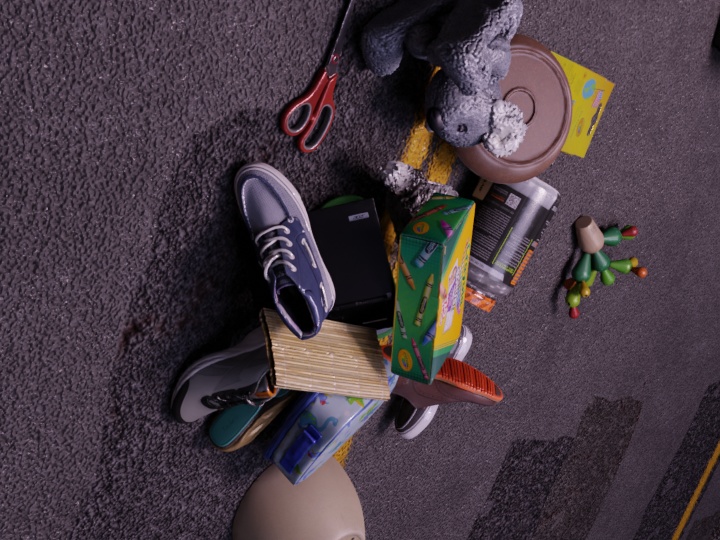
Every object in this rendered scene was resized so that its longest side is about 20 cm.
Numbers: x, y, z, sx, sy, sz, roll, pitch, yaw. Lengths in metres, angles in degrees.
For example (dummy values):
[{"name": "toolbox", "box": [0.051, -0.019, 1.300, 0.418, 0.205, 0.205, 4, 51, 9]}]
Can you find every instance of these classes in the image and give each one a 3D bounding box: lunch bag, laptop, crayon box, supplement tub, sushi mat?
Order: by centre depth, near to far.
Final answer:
[{"name": "sushi mat", "box": [-0.039, 0.104, 1.151, 0.012, 0.097, 0.198, -30, 151, 35]}, {"name": "crayon box", "box": [0.088, 0.022, 1.173, 0.119, 0.057, 0.203, -50, 149, -52]}, {"name": "laptop", "box": [-0.040, 0.010, 1.193, 0.174, 0.105, 0.200, -11, 160, 10]}, {"name": "lunch bag", "box": [-0.041, 0.192, 1.272, 0.160, 0.082, 0.201, -40, 169, -41]}, {"name": "supplement tub", "box": [0.196, -0.050, 1.394, 0.122, 0.122, 0.202, 24, 98, -50]}, {"name": "crayon box", "box": [0.291, -0.248, 1.418, 0.198, 0.051, 0.129, 9, 108, -48]}]

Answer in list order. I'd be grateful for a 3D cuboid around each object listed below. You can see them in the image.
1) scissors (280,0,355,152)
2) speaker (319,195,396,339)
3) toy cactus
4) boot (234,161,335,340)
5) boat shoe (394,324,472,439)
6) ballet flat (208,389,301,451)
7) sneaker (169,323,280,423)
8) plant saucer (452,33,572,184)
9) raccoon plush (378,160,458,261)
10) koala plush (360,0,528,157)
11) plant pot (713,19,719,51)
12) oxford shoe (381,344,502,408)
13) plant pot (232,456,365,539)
[{"name": "scissors", "box": [-0.032, -0.236, 1.122, 0.073, 0.014, 0.202, 24, 95, -48]}, {"name": "speaker", "box": [0.000, 0.000, 1.252, 0.088, 0.088, 0.202, -39, 137, -20]}, {"name": "toy cactus", "box": [0.421, -0.023, 1.683, 0.199, 0.102, 0.166, -40, 129, -7]}, {"name": "boot", "box": [-0.088, -0.024, 1.081, 0.072, 0.091, 0.202, -25, 105, 15]}, {"name": "boat shoe", "box": [0.100, 0.165, 1.486, 0.066, 0.070, 0.202, 29, 97, -31]}, {"name": "ballet flat", "box": [-0.118, 0.157, 1.241, 0.200, 0.069, 0.063, -43, 155, 10]}, {"name": "sneaker", "box": [-0.148, 0.135, 1.160, 0.199, 0.080, 0.074, -32, 144, 12]}, {"name": "plant saucer", "box": [0.209, -0.219, 1.289, 0.197, 0.034, 0.204, -3, 97, -21]}, {"name": "raccoon plush", "box": [0.059, -0.048, 1.236, 0.199, 0.096, 0.136, 19, 73, -53]}, {"name": "koala plush", "box": [0.126, -0.236, 1.167, 0.184, 0.176, 0.202, -45, 136, -30]}, {"name": "plant pot", "box": [0.740, -0.440, 1.659, 0.198, 0.177, 0.203, -19, 129, -37]}, {"name": "oxford shoe", "box": [0.115, 0.173, 1.434, 0.071, 0.197, 0.074, -72, 180, -69]}, {"name": "plant pot", "box": [-0.070, 0.381, 1.393, 0.199, 0.134, 0.203, -25, 130, -33]}]
